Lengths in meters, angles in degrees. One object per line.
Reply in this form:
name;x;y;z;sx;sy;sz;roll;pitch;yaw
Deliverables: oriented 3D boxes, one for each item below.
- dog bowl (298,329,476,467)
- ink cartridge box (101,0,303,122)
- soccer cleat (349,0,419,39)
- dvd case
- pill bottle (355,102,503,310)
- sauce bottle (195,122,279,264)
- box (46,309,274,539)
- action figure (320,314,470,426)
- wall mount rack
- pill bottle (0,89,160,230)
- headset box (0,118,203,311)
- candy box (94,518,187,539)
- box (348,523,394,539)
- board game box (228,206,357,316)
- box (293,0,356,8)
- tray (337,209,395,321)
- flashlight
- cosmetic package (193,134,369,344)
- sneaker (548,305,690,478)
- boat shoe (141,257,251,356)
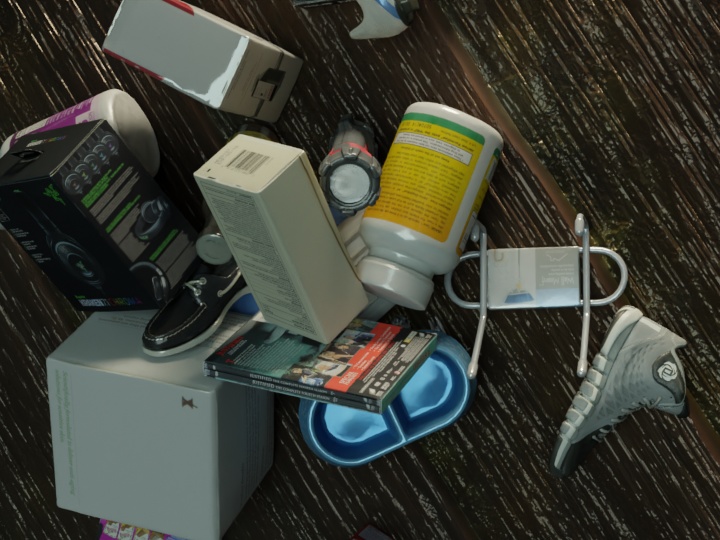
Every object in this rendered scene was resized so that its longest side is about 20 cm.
dog bowl;0.030;0.139;1.582;0.200;0.050;0.112;-24;93;0
ink cartridge box;-0.164;-0.231;1.596;0.147;0.200;0.083;27;98;11
soccer cleat;-0.007;-0.339;1.564;0.086;0.070;0.201;-18;92;17
dvd case;-0.040;0.086;1.525;0.199;0.146;0.022;11;119;22
pill bottle;0.066;-0.065;1.564;0.113;0.113;0.200;20;82;13
sauce bottle;-0.135;-0.081;1.603;0.065;0.200;0.065;7;130;8
box;-0.213;0.158;1.626;0.199;0.171;0.200;10;118;15
action figure;0.032;0.118;1.639;0.199;0.069;0.131;-13;84;4
wall mount rack;0.179;0.031;1.573;0.199;0.075;0.174;-3;79;16
pill bottle;-0.339;-0.120;1.698;0.200;0.112;0.113;-23;88;16
headset box;-0.289;-0.059;1.568;0.174;0.093;0.200;-2;132;48
candy box;-0.247;0.358;1.736;0.136;0.061;0.201;18;98;13
box;0.054;0.379;1.634;0.200;0.100;0.096;33;102;10
board game box;-0.079;0.001;1.675;0.158;0.039;0.200;45;96;9
box;0.012;-0.397;1.613;0.193;0.048;0.201;-4;93;14
tray;0.000;0.000;1.624;0.200;0.022;0.107;-42;88;-5
flashlight;-0.007;-0.110;1.560;0.068;0.200;0.068;28;103;-5
cosmetic package;-0.078;-0.031;1.498;0.103;0.073;0.200;19;144;42
sneaker;0.283;0.148;1.567;0.115;0.075;0.200;26;100;10
boat shoe;-0.160;0.016;1.582;0.074;0.200;0.060;22;138;39
